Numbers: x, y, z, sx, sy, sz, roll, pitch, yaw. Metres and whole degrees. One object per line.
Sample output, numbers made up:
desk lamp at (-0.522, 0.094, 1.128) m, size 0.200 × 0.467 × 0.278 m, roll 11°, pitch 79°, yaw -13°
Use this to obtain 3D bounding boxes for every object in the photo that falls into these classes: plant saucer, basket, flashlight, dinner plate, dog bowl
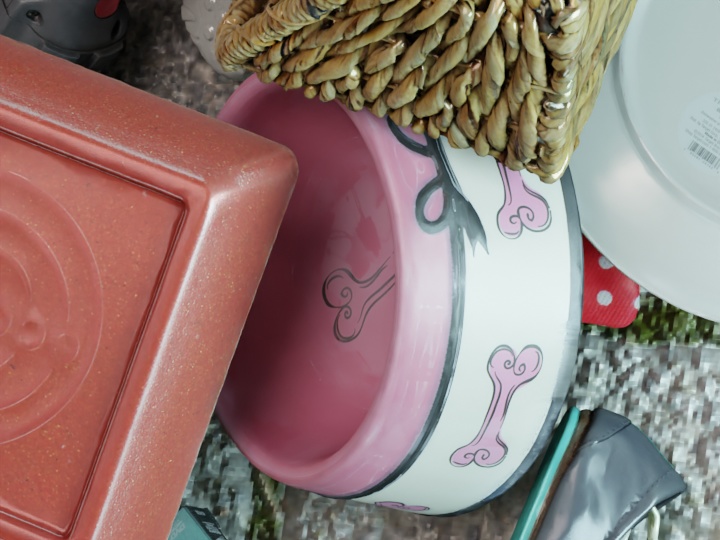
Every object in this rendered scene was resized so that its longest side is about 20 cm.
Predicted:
plant saucer at (-0.149, 0.014, 1.160) m, size 0.199 × 0.037 × 0.200 m, roll 21°, pitch 98°, yaw 9°
basket at (0.041, -0.159, 1.089) m, size 0.149 × 0.143 × 0.200 m, roll 21°, pitch 65°, yaw 11°
flashlight at (-0.091, -0.148, 1.280) m, size 0.068 × 0.068 × 0.200 m, roll 37°, pitch 134°, yaw -5°
dinner plate at (0.163, -0.076, 1.153) m, size 0.200 × 0.024 × 0.201 m, roll 1°, pitch 79°, yaw -3°
dog bowl at (0.000, 0.000, 1.182) m, size 0.200 × 0.074 × 0.201 m, roll 6°, pitch 97°, yaw 56°

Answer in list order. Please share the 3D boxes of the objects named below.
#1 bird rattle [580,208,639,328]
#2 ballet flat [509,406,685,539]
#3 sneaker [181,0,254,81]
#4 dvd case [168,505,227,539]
bird rattle at (0.058, -0.075, 1.239) m, size 0.163 × 0.113 × 0.201 m, roll 3°, pitch 90°, yaw 39°
ballet flat at (0.067, 0.150, 1.167) m, size 0.073 × 0.073 × 0.200 m, roll 26°, pitch 82°, yaw 29°
sneaker at (-0.015, -0.174, 1.298) m, size 0.076 × 0.080 × 0.200 m, roll 34°, pitch 112°, yaw 34°
dvd case at (-0.063, 0.216, 1.237) m, size 0.146 × 0.022 × 0.200 m, roll -45°, pitch 62°, yaw 8°
